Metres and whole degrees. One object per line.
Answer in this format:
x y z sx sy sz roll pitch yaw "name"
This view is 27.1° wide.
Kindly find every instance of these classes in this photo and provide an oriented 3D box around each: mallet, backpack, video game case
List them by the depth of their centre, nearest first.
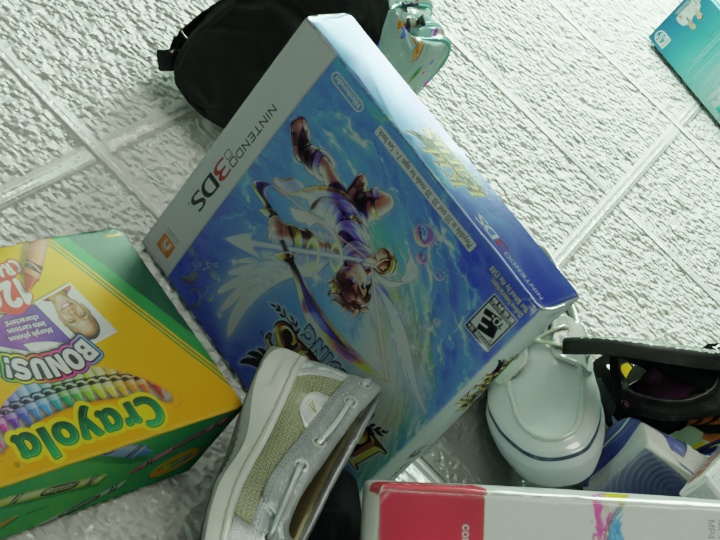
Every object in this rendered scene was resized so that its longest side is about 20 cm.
-0.009 -0.002 0.806 0.201 0.182 0.045 52 34 16 "video game case"
0.039 0.160 0.809 0.199 0.041 0.066 24 39 -34 "mallet"
-0.023 -0.155 1.021 0.127 0.166 0.200 56 20 4 "backpack"

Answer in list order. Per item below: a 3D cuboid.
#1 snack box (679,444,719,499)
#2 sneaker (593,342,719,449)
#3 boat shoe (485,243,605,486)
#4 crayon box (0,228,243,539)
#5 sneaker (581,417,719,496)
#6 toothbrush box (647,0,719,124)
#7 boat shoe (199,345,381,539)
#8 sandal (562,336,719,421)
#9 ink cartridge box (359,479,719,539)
0.255 0.135 0.941 0.072 0.024 0.200 54 27 9 "snack box"
0.229 0.076 1.041 0.199 0.090 0.070 15 38 -52 "sneaker"
0.111 0.054 0.962 0.073 0.067 0.201 -9 31 1 "boat shoe"
-0.162 0.054 0.689 0.119 0.058 0.199 53 33 16 "crayon box"
0.221 0.151 0.987 0.199 0.080 0.116 36 28 -23 "sneaker"
0.430 -0.209 1.627 0.146 0.085 0.201 -10 58 -53 "toothbrush box"
-0.038 0.120 0.705 0.064 0.075 0.203 12 41 4 "boat shoe"
0.207 0.073 0.937 0.199 0.075 0.049 14 82 -36 "sandal"
0.099 0.141 0.672 0.198 0.148 0.087 5 82 -1 "ink cartridge box"
